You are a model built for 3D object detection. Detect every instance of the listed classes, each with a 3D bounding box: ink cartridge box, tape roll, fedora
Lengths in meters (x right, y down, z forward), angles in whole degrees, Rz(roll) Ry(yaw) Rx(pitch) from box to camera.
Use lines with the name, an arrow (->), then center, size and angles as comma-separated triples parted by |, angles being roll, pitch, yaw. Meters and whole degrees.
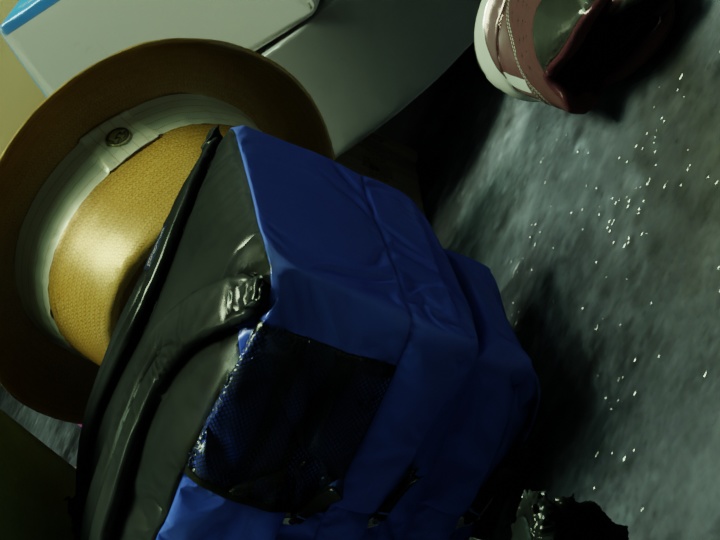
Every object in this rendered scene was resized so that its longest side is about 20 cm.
ink cartridge box -> -0.087, -0.164, 1.352 | 0.146, 0.084, 0.200 | -31, 18, 20
tape roll -> -0.019, -0.121, 1.360 | 0.200, 0.066, 0.200 | -35, 17, 12
fedora -> -0.081, -0.007, 1.200 | 0.082, 0.200, 0.201 | 33, 100, 48

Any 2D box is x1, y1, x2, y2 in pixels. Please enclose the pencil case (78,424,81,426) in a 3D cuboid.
pencil case -> -0.162, 0.043, 1.677 | 0.089, 0.088, 0.200 | -63, 18, 11

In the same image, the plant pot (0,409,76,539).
plant pot -> -0.200, 0.129, 1.175 | 0.199, 0.190, 0.201 | -15, 61, 28

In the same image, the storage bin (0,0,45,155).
storage bin -> -0.209, -0.084, 1.785 | 0.199, 0.199, 0.094 | -65, 20, 6

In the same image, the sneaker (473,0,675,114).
sneaker -> 0.120, -0.158, 1.143 | 0.116, 0.075, 0.201 | -133, 57, -66

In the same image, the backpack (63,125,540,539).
backpack -> -0.030, 0.074, 1.103 | 0.201, 0.167, 0.163 | -61, 15, 19

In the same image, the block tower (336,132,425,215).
block tower -> 0.000, 0.000, 1.302 | 0.058, 0.054, 0.200 | -56, 19, 27

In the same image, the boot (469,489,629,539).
boot -> 0.047, 0.185, 0.911 | 0.163, 0.073, 0.199 | -52, 22, 30
